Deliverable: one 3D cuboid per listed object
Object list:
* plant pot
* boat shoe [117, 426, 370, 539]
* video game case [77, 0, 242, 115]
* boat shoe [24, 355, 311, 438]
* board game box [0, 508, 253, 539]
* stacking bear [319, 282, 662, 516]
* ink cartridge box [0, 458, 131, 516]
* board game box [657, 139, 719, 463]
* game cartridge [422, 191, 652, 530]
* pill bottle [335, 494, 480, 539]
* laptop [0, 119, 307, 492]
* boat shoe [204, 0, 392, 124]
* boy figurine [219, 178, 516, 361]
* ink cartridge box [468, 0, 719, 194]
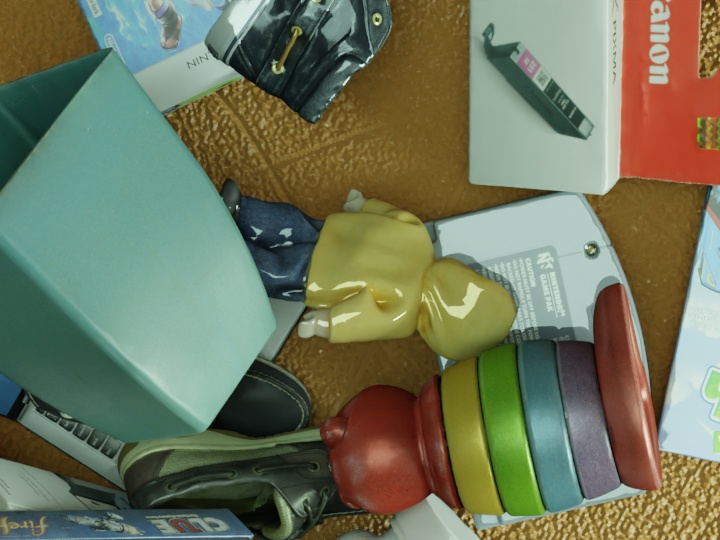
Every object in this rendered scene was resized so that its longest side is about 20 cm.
[{"bbox_3d":[-0.156,-0.001,1.583,0.200,0.141,0.142,48,57,-23],"label":"plant pot"},{"bbox_3d":[-0.053,0.141,1.693,0.199,0.066,0.072,3,135,-16],"label":"boat shoe"},{"bbox_3d":[-0.104,-0.222,1.724,0.180,0.045,0.201,-25,90,4],"label":"video game case"},{"bbox_3d":[-0.117,0.084,1.694,0.199,0.063,0.073,13,102,-23],"label":"boat shoe"},{"bbox_3d":[-0.170,0.208,1.600,0.035,0.199,0.136,39,117,45],"label":"board game box"},{"bbox_3d":[0.077,0.098,1.640,0.198,0.114,0.122,-11,135,8],"label":"stacking bear"},{"bbox_3d":[-0.194,0.208,1.665,0.086,0.199,0.147,37,101,43],"label":"ink cartridge box"},{"bbox_3d":[0.279,0.030,1.704,0.150,0.037,0.202,11,94,4],"label":"board game box"},{"bbox_3d":[0.116,0.055,1.720,0.132,0.042,0.202,-12,91,1],"label":"game cartridge"},{"bbox_3d":[-0.005,0.235,1.699,0.200,0.111,0.111,-44,88,5],"label":"pill bottle"},{"bbox_3d":[-0.160,0.035,1.702,0.199,0.116,0.188,32,95,3],"label":"laptop"},{"bbox_3d":[-0.003,-0.191,1.665,0.091,0.071,0.201,37,99,0],"label":"boat shoe"},{"bbox_3d":[0.000,0.000,1.672,0.198,0.125,0.065,15,136,-4],"label":"boy figurine"},{"bbox_3d":[0.154,-0.148,1.667,0.172,0.044,0.202,5,106,20],"label":"ink cartridge box"}]
